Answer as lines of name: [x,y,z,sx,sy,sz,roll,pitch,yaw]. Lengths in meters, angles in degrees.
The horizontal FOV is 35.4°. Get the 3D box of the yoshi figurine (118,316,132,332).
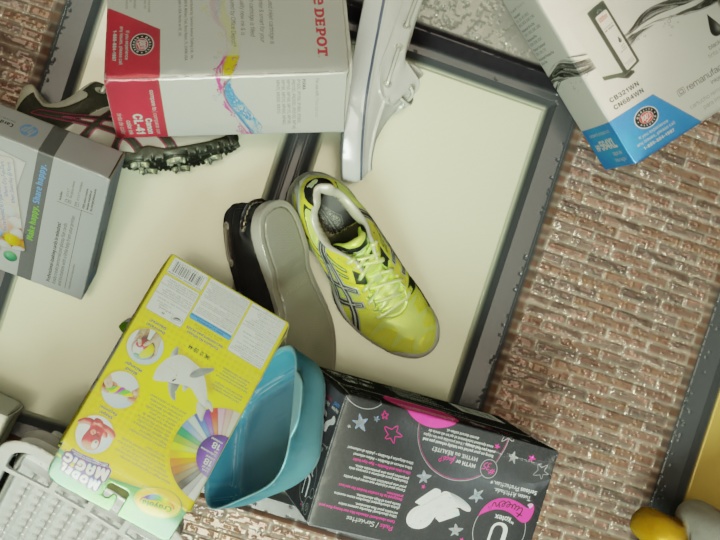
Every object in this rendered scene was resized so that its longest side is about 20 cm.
yoshi figurine: [-0.180,0.111,0.989,0.112,0.112,0.200,32,92,-12]

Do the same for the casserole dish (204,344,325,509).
casserole dish: [-0.081,0.139,0.964,0.039,0.200,0.121,15,63,-25]

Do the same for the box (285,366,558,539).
box: [0.044,0.171,0.982,0.200,0.132,0.115,18,91,-18]

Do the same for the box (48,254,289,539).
box: [-0.154,0.102,0.905,0.117,0.048,0.200,32,69,-10]

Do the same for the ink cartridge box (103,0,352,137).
ink cartridge box: [-0.112,-0.194,0.963,0.200,0.086,0.148,-1,58,-6]

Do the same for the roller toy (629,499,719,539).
roller toy: [0.343,0.293,1.005,0.182,0.200,0.140,30,89,-41]

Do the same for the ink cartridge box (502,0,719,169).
ink cartridge box: [0.242,-0.215,1.023,0.146,0.084,0.200,-33,95,-3]

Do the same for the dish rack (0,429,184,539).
dish rack: [-0.242,0.216,0.968,0.171,0.044,0.200,32,132,-6]

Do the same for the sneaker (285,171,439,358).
sneaker: [0.000,0.000,1.014,0.075,0.076,0.200,-39,96,-4]

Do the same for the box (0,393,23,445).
box: [-0.380,0.194,0.990,0.082,0.068,0.200,25,90,-6]

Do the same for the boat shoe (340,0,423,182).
boat shoe: [0.023,-0.175,1.011,0.065,0.074,0.200,10,92,-1]

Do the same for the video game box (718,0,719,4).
video game box: [0.437,-0.255,1.060,0.200,0.047,0.182,-32,92,-3]

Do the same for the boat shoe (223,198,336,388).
boat shoe: [-0.076,0.032,1.015,0.074,0.060,0.200,-35,118,-42]

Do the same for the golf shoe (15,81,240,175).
golf shoe: [-0.207,-0.126,0.992,0.200,0.077,0.088,-4,87,-5]

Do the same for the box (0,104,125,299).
box: [-0.312,-0.071,0.955,0.200,0.041,0.156,22,134,-5]
